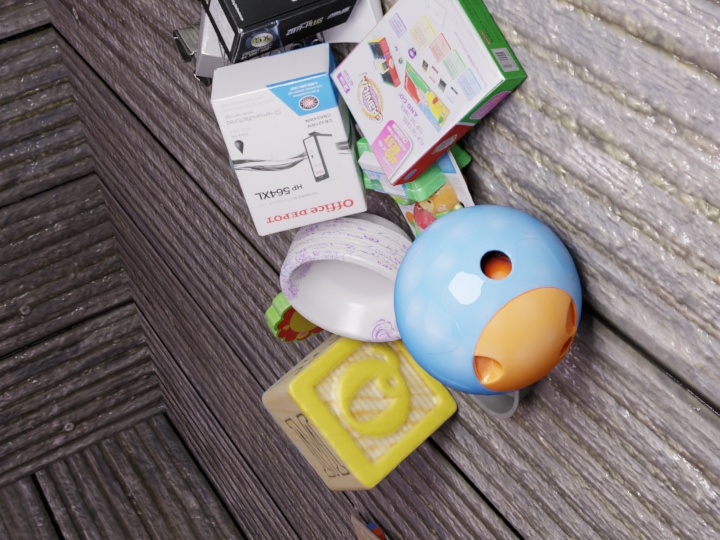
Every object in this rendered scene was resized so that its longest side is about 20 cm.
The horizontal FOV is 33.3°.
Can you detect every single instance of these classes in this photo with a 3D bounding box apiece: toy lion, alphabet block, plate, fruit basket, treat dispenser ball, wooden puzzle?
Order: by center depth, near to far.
[{"bbox_3d":[0.134,0.032,1.276,0.201,0.200,0.202,52,156,34],"label":"treat dispenser ball"},{"bbox_3d":[0.079,-0.084,1.451,0.185,0.093,0.201,21,140,55],"label":"fruit basket"},{"bbox_3d":[-0.033,-0.383,1.494,0.200,0.032,0.201,21,133,64],"label":"plate"},{"bbox_3d":[-0.050,0.026,1.768,0.069,0.191,0.201,56,158,26],"label":"toy lion"},{"bbox_3d":[-0.007,0.198,1.803,0.197,0.195,0.200,50,162,-2],"label":"alphabet block"},{"bbox_3d":[0.054,0.585,2.363,0.200,0.046,0.187,32,142,66],"label":"wooden puzzle"}]

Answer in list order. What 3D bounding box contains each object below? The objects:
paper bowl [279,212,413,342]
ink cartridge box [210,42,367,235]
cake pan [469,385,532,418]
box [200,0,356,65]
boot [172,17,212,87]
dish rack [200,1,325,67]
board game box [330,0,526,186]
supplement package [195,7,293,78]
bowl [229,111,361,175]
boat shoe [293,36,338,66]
[{"bbox_3d":[0.000,0.000,1.610,0.199,0.105,0.201,14,146,10],"label":"paper bowl"},{"bbox_3d":[-0.082,-0.156,1.454,0.085,0.145,0.201,-94,-11,-53],"label":"ink cartridge box"},{"bbox_3d":[0.156,0.090,1.531,0.201,0.037,0.201,53,157,35],"label":"cake pan"},{"bbox_3d":[-0.120,-0.374,1.440,0.201,0.163,0.086,64,161,9],"label":"box"},{"bbox_3d":[-0.236,-0.389,1.871,0.201,0.130,0.068,60,159,17],"label":"boot"},{"bbox_3d":[-0.108,-0.275,1.507,0.055,0.152,0.202,93,164,-79],"label":"dish rack"},{"bbox_3d":[0.067,-0.209,1.292,0.200,0.040,0.154,-40,72,42],"label":"board game box"},{"bbox_3d":[-0.158,-0.330,1.647,0.200,0.120,0.121,-174,90,-80],"label":"supplement package"},{"bbox_3d":[-0.065,-0.161,1.597,0.105,0.200,0.201,49,155,24],"label":"bowl"},{"bbox_3d":[-0.066,-0.251,1.662,0.069,0.084,0.201,52,150,24],"label":"boat shoe"}]
